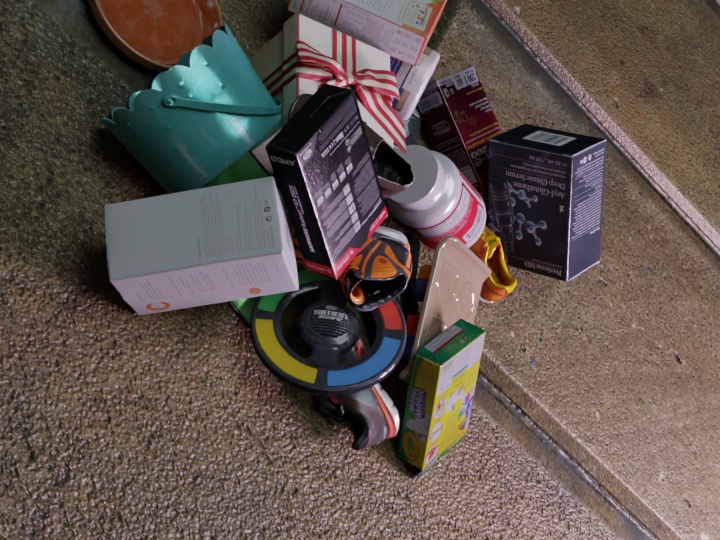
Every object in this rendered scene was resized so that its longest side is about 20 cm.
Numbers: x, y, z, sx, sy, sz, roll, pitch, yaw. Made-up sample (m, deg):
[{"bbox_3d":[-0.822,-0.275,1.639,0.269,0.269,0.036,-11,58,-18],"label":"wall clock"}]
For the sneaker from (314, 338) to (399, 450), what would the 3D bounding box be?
[{"bbox_3d":[-0.028,0.142,1.558,0.082,0.077,0.201,-29,82,-30],"label":"sneaker"}]

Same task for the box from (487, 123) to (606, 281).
[{"bbox_3d":[0.282,-0.106,1.838,0.107,0.148,0.201,-27,123,-44],"label":"box"}]

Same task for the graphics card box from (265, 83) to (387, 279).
[{"bbox_3d":[-0.036,-0.104,1.428,0.126,0.051,0.201,-51,144,-30],"label":"graphics card box"}]

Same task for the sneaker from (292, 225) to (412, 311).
[{"bbox_3d":[-0.031,-0.012,1.520,0.199,0.078,0.112,5,40,-4],"label":"sneaker"}]

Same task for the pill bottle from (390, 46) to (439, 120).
[{"bbox_3d":[0.007,-0.313,1.760,0.199,0.111,0.111,28,50,-1],"label":"pill bottle"}]

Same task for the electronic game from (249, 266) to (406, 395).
[{"bbox_3d":[-0.040,0.072,1.515,0.199,0.042,0.201,4,49,-5],"label":"electronic game"}]

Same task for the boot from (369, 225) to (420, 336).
[{"bbox_3d":[0.000,0.000,1.653,0.162,0.073,0.199,24,56,-28],"label":"boot"}]

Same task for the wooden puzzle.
[{"bbox_3d":[0.109,0.067,1.652,0.185,0.046,0.201,35,71,-62],"label":"wooden puzzle"}]

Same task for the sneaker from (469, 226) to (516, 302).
[{"bbox_3d":[0.176,-0.050,1.828,0.073,0.077,0.201,-29,88,-43],"label":"sneaker"}]

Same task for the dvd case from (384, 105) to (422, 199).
[{"bbox_3d":[0.026,-0.205,1.813,0.146,0.022,0.201,28,54,-28],"label":"dvd case"}]

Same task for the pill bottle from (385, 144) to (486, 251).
[{"bbox_3d":[0.101,-0.102,1.708,0.200,0.112,0.113,38,40,-63],"label":"pill bottle"}]

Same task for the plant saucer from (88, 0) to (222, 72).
[{"bbox_3d":[-0.277,-0.354,1.616,0.199,0.032,0.201,19,58,-34],"label":"plant saucer"}]

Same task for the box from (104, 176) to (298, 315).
[{"bbox_3d":[-0.182,-0.026,1.398,0.199,0.125,0.098,-9,69,2],"label":"box"}]

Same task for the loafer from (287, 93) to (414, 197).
[{"bbox_3d":[-0.003,-0.161,1.513,0.199,0.071,0.073,29,73,-33],"label":"loafer"}]

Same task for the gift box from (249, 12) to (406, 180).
[{"bbox_3d":[-0.053,-0.209,1.629,0.184,0.186,0.201,12,61,-36],"label":"gift box"}]

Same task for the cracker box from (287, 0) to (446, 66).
[{"bbox_3d":[0.012,-0.379,1.700,0.199,0.058,0.134,25,42,0],"label":"cracker box"}]

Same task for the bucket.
[{"bbox_3d":[-0.202,-0.193,1.489,0.135,0.207,0.207,52,45,-15],"label":"bucket"}]

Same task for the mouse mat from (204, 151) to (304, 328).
[{"bbox_3d":[-0.143,-0.042,1.559,0.161,0.008,0.200,-44,102,-25],"label":"mouse mat"}]

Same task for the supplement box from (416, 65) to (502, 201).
[{"bbox_3d":[0.169,-0.210,1.897,0.109,0.061,0.201,-29,97,-45],"label":"supplement box"}]

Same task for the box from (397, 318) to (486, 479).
[{"bbox_3d":[0.107,0.176,1.612,0.048,0.201,0.117,24,35,29],"label":"box"}]
